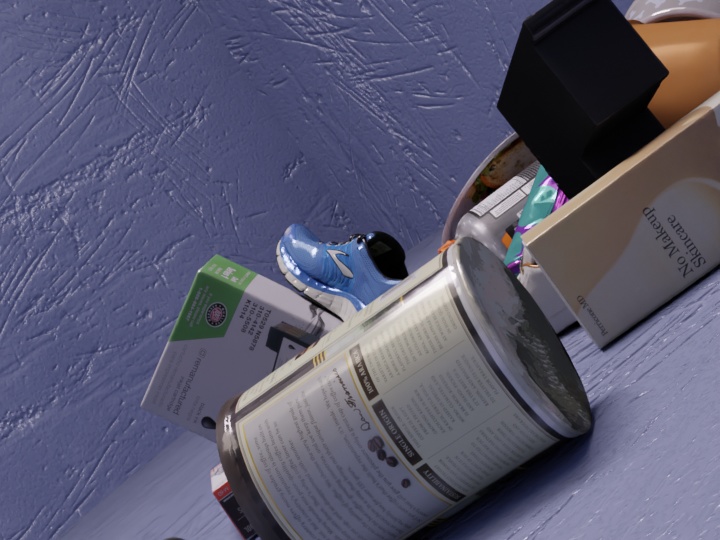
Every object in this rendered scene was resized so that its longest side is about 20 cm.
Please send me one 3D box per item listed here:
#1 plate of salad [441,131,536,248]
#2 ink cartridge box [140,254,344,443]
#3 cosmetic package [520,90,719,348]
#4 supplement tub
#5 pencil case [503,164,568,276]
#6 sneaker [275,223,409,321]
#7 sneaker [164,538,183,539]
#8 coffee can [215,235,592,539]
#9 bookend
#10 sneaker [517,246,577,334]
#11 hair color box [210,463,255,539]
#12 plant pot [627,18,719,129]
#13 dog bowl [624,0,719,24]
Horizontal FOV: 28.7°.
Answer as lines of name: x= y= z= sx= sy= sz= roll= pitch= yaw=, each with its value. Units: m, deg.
plate of salad: x=0.169 y=-0.082 z=1.587 sx=0.200 sy=0.048 sz=0.201 roll=-38 pitch=-27 yaw=-23
ink cartridge box: x=-0.079 y=0.097 z=1.298 sx=0.084 sy=0.199 sz=0.147 roll=-61 pitch=-4 yaw=-79
cosmetic package: x=0.232 y=-0.041 z=1.083 sx=0.199 sy=0.105 sz=0.071 roll=-38 pitch=2 yaw=6
supplement tub: x=0.188 y=-0.042 z=1.498 sx=0.199 sy=0.123 sz=0.123 roll=-37 pitch=2 yaw=-5
pencil case: x=0.194 y=-0.055 z=1.360 sx=0.093 sy=0.084 sz=0.201 roll=84 pitch=-157 yaw=-52
sneaker: x=0.000 y=0.000 z=1.307 sx=0.078 sy=0.200 sz=0.090 roll=16 pitch=-76 yaw=-48
sneaker: x=-0.188 y=0.290 z=1.150 sx=0.200 sy=0.060 sz=0.104 roll=-45 pitch=5 yaw=-35
coffee can: x=0.027 y=0.093 z=0.911 sx=0.199 sy=0.147 sz=0.146 roll=-35 pitch=3 yaw=18
bookend: x=0.217 y=-0.120 z=1.175 sx=0.092 sy=0.199 sz=0.200 roll=-35 pitch=-11 yaw=-8
sneaker: x=0.163 y=0.013 z=1.253 sx=0.073 sy=0.085 sz=0.200 roll=-40 pitch=0 yaw=-44
hair color box: x=-0.096 y=0.210 z=1.464 sx=0.111 sy=0.064 sz=0.200 roll=-36 pitch=3 yaw=-7
plant pot: x=0.309 y=-0.156 z=1.348 sx=0.139 sy=0.201 sz=0.200 roll=-15 pitch=15 yaw=35
dog bowl: x=0.354 y=-0.205 z=1.458 sx=0.200 sy=0.200 sz=0.059 roll=-34 pitch=14 yaw=48
